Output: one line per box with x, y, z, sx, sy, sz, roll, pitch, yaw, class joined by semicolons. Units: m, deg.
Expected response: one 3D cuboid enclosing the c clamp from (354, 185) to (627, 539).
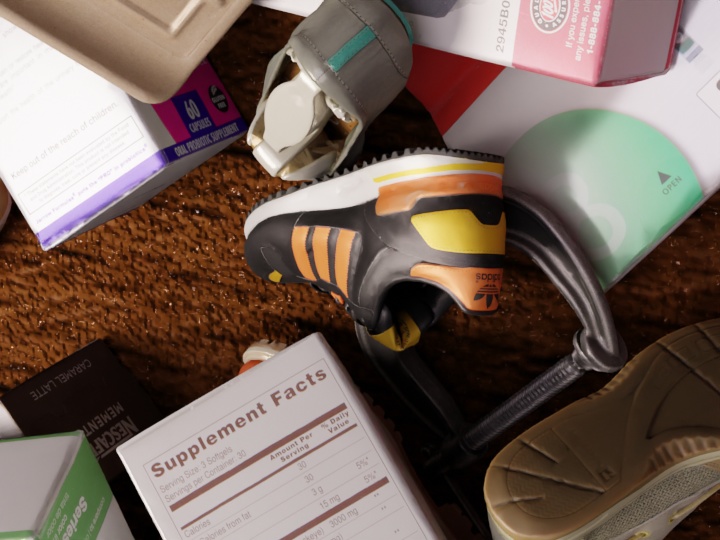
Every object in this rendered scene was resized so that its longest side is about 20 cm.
0.074;0.052;0.741;0.171;0.027;0.200;49;137;11;c clamp

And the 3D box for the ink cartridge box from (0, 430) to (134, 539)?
-0.195;0.198;0.775;0.145;0.088;0.201;-8;124;14;ink cartridge box

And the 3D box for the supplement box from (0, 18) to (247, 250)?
-0.169;-0.131;0.766;0.103;0.101;0.200;-30;94;27;supplement box

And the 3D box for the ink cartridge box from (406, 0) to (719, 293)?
0.102;-0.106;0.692;0.200;0.050;0.161;44;117;2;ink cartridge box

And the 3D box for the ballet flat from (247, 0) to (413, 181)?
-0.028;-0.078;0.681;0.067;0.064;0.200;44;162;0;ballet flat

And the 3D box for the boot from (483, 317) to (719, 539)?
0.151;0.112;0.718;0.072;0.199;0.155;54;162;33;boot

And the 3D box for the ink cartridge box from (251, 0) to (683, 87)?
0.052;-0.179;0.645;0.199;0.085;0.146;20;113;32;ink cartridge box

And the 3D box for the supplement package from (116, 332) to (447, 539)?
-0.014;0.150;0.685;0.117;0.117;0.200;-30;76;-1;supplement package

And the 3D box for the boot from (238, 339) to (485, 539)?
-0.019;0.135;0.777;0.200;0.107;0.075;50;153;4;boot

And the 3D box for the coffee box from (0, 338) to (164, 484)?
-0.231;0.140;0.872;0.200;0.114;0.080;-37;91;28;coffee box

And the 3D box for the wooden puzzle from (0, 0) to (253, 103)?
-0.109;-0.195;0.620;0.185;0.046;0.200;30;121;-26;wooden puzzle

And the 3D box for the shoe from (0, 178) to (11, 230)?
-0.296;-0.010;0.892;0.199;0.053;0.070;-25;64;23;shoe

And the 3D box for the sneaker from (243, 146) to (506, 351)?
0.000;0.000;0.709;0.200;0.070;0.090;-19;72;53;sneaker
